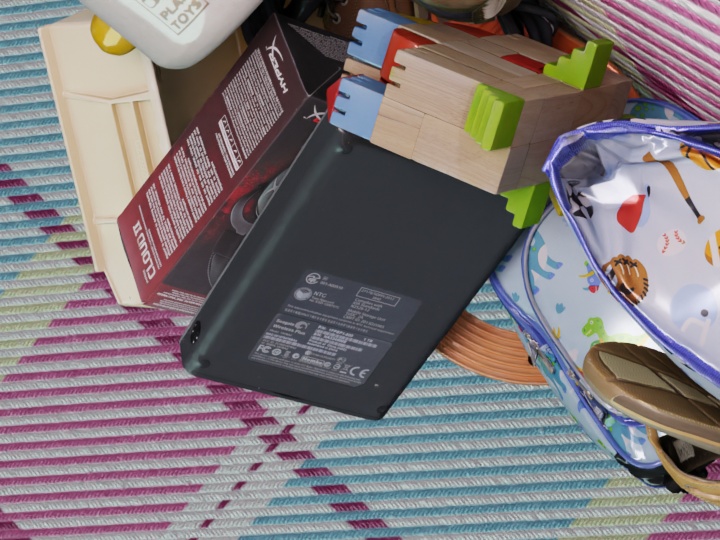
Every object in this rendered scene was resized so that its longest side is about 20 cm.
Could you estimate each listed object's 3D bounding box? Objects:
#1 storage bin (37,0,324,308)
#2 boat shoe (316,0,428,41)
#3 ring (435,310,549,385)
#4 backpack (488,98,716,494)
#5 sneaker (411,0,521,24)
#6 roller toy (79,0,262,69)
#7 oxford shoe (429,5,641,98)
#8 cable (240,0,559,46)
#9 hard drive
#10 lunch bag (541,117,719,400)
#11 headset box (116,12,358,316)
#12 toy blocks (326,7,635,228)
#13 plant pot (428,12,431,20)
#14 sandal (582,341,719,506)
[{"bbox_3d":[-0.096,-0.100,1.356,0.093,0.199,0.200,3,-156,35],"label":"storage bin"},{"bbox_3d":[0.007,-0.171,1.338,0.072,0.068,0.201,-114,8,-64],"label":"boat shoe"},{"bbox_3d":[0.104,-0.016,1.318,0.200,0.200,0.019,42,155,11],"label":"ring"},{"bbox_3d":[0.173,0.001,1.206,0.200,0.183,0.147,51,-178,25],"label":"backpack"},{"bbox_3d":[0.058,-0.171,1.114,0.090,0.067,0.200,19,-174,-24],"label":"sneaker"},{"bbox_3d":[-0.088,-0.209,1.133,0.140,0.200,0.182,40,178,-13],"label":"roller toy"},{"bbox_3d":[0.135,-0.126,1.331,0.200,0.071,0.073,48,-157,8],"label":"oxford shoe"},{"bbox_3d":[0.027,-0.155,1.283,0.051,0.199,0.164,-56,-46,-58],"label":"cable"},{"bbox_3d":[0.000,0.000,1.183,0.139,0.200,0.033,16,-141,-25],"label":"hard drive"},{"bbox_3d":[0.189,-0.004,1.025,0.200,0.124,0.170,35,-175,14],"label":"lunch bag"},{"bbox_3d":[-0.039,-0.042,1.219,0.149,0.200,0.077,16,-142,-37],"label":"headset box"},{"bbox_3d":[0.052,-0.096,1.092,0.136,0.100,0.200,24,-161,23],"label":"toy blocks"},{"bbox_3d":[0.035,-0.151,1.497,0.179,0.200,0.200,25,176,29],"label":"plant pot"},{"bbox_3d":[0.195,0.098,1.072,0.200,0.054,0.080,26,-164,-28],"label":"sandal"}]
